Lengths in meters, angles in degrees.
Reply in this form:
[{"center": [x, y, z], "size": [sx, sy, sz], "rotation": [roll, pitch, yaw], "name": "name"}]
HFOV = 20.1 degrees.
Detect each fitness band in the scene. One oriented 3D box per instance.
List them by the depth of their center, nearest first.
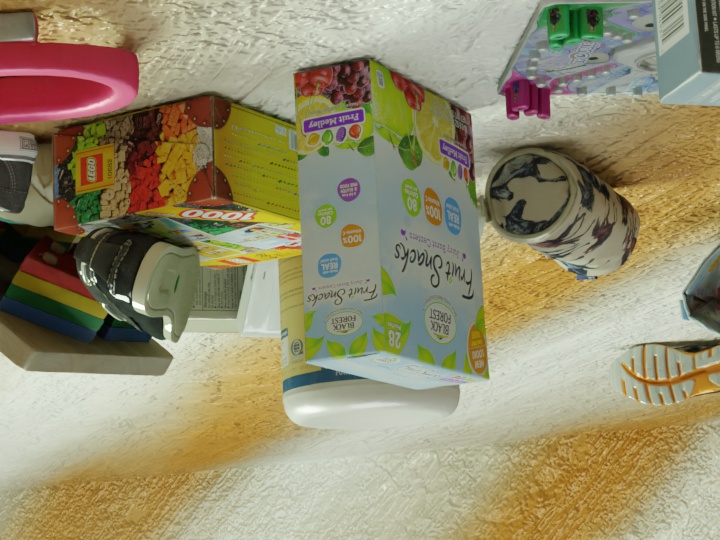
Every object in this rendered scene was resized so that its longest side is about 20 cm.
[{"center": [-0.240, -0.123, 1.292], "size": [0.198, 0.038, 0.144], "rotation": [-3, 169, 6], "name": "fitness band"}]

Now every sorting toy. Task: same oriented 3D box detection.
[{"center": [-0.256, -0.004, 1.593], "size": [0.200, 0.070, 0.198], "rotation": [37, -167, 24], "name": "sorting toy"}]

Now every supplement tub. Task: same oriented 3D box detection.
[{"center": [0.005, 0.021, 1.638], "size": [0.143, 0.202, 0.145], "rotation": [-3, 169, -1], "name": "supplement tub"}]

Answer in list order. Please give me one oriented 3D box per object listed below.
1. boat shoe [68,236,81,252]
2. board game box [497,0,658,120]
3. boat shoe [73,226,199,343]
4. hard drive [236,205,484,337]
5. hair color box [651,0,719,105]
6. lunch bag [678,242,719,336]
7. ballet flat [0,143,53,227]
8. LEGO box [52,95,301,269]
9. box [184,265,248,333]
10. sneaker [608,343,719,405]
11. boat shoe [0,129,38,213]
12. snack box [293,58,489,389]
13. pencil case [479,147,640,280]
[{"center": [-0.237, -0.012, 1.744], "size": [0.199, 0.074, 0.074], "rotation": [-11, 165, 37], "name": "boat shoe"}, {"center": [0.202, -0.138, 1.337], "size": [0.198, 0.026, 0.200], "rotation": [-2, 169, -5], "name": "board game box"}, {"center": [-0.162, 0.007, 1.510], "size": [0.067, 0.072, 0.200], "rotation": [14, 172, 9], "name": "boat shoe"}, {"center": [0.000, 0.000, 1.766], "size": [0.199, 0.133, 0.026], "rotation": [2, -149, -20], "name": "hard drive"}, {"center": [0.265, -0.144, 1.130], "size": [0.198, 0.100, 0.061], "rotation": [1, 168, -16], "name": "hair color box"}, {"center": [0.401, 0.008, 1.858], "size": [0.199, 0.128, 0.169], "rotation": [-18, 165, 23], "name": "lunch bag"}, {"center": [-0.226, -0.066, 1.539], "size": [0.069, 0.070, 0.200], "rotation": [-8, 169, 25], "name": "ballet flat"}, {"center": [-0.110, -0.061, 1.519], "size": [0.148, 0.078, 0.200], "rotation": [-10, 166, 32], "name": "LEGO box"}, {"center": [-0.100, 0.007, 1.825], "size": [0.198, 0.096, 0.078], "rotation": [3, 169, -17], "name": "box"}, {"center": [0.418, 0.131, 2.596], "size": [0.198, 0.079, 0.077], "rotation": [-3, 178, 11], "name": "sneaker"}, {"center": [-0.317, -0.069, 1.406], "size": [0.198, 0.067, 0.070], "rotation": [5, 180, 14], "name": "boat shoe"}, {"center": [0.023, -0.027, 1.407], "size": [0.067, 0.202, 0.168], "rotation": [-8, 168, 27], "name": "snack box"}, {"center": [0.163, -0.044, 1.657], "size": [0.089, 0.078, 0.200], "rotation": [-27, 161, 17], "name": "pencil case"}]
